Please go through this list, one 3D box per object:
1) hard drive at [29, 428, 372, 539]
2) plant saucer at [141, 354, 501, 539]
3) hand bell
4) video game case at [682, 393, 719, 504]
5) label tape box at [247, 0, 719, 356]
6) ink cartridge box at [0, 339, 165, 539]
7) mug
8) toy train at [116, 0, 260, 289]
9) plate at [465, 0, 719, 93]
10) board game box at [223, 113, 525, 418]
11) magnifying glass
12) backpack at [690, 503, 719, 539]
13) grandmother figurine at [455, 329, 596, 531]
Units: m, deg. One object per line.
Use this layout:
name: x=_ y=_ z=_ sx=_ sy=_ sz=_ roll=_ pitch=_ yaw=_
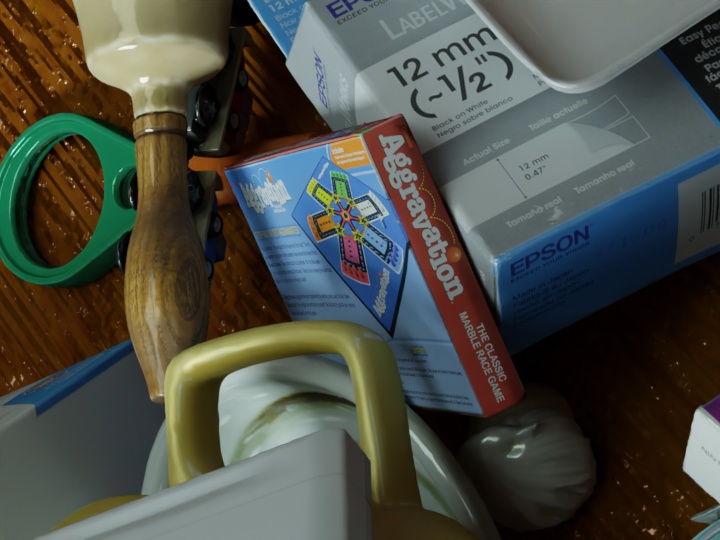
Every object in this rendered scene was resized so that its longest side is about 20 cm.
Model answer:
hard drive: x=-0.057 y=0.147 z=0.703 sx=0.132 sy=0.027 sz=0.200 roll=-22 pitch=40 yaw=19
plant saucer: x=-0.002 y=0.124 z=0.913 sx=0.200 sy=0.050 sz=0.200 roll=15 pitch=112 yaw=42
hand bell: x=-0.077 y=-0.048 z=0.934 sx=0.104 sy=0.104 sz=0.200 roll=-17 pitch=70 yaw=38
video game case: x=0.223 y=0.056 z=0.662 sx=0.181 sy=0.200 sz=0.036 roll=46 pitch=153 yaw=31
label tape box: x=0.059 y=-0.083 z=0.860 sx=0.143 sy=0.066 sz=0.200 roll=-26 pitch=58 yaw=-12
ink cartridge box: x=-0.183 y=0.118 z=1.021 sx=0.200 sy=0.145 sz=0.085 roll=-22 pitch=99 yaw=36
mug: x=-0.026 y=0.126 z=0.803 sx=0.153 sy=0.149 sz=0.187 roll=-12 pitch=106 yaw=38
toy train: x=-0.066 y=-0.070 z=1.006 sx=0.034 sy=0.046 sz=0.200 roll=-1 pitch=65 yaw=25
plate: x=0.094 y=-0.156 z=0.851 sx=0.200 sy=0.032 sz=0.200 roll=-30 pitch=54 yaw=-15
board game box: x=0.000 y=0.000 z=0.877 sx=0.103 sy=0.019 sz=0.200 roll=65 pitch=165 yaw=-6
magnifying glass: x=-0.092 y=-0.037 z=1.064 sx=0.200 sy=0.022 sz=0.080 roll=-7 pitch=77 yaw=42
backpack: x=0.166 y=0.138 z=0.729 sx=0.200 sy=0.151 sz=0.178 roll=-46 pitch=56 yaw=19
grandmother figurine: x=0.048 y=0.000 z=0.914 sx=0.121 sy=0.061 sz=0.200 roll=137 pitch=124 yaw=-60
